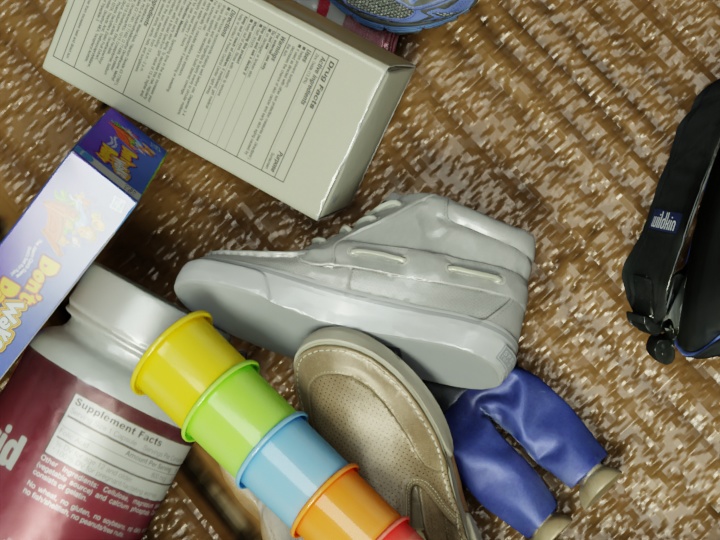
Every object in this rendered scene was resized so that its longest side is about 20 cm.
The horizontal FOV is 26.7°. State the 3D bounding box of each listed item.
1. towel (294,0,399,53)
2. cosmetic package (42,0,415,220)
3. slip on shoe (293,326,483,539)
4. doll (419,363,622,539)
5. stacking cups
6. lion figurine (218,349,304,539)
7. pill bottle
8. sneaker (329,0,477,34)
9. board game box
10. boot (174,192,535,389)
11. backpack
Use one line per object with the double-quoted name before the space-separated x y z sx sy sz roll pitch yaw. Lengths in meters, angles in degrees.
"towel" -0.062 -0.199 0.974 0.198 0.023 0.145 12 82 13
"cosmetic package" -0.079 -0.123 0.918 0.199 0.071 0.106 30 106 10
"slip on shoe" 0.016 0.128 0.835 0.076 0.061 0.201 -12 109 31
"doll" 0.053 0.073 0.887 0.136 0.048 0.200 -43 75 -3
"stacking cups" -0.034 0.109 0.801 0.200 0.061 0.061 43 90 14
"lion figurine" -0.040 0.156 0.875 0.072 0.123 0.201 -14 61 -1
"pill bottle" -0.164 0.105 0.891 0.114 0.114 0.201 27 86 14
"sneaker" -0.017 -0.200 0.913 0.199 0.078 0.076 19 83 15
"board game box" -0.194 0.008 0.868 0.045 0.135 0.200 37 103 -10
"boot" 0.000 0.000 0.869 0.198 0.074 0.096 13 63 10
"backpack" 0.254 -0.044 0.804 0.153 0.200 0.192 14 73 -18
